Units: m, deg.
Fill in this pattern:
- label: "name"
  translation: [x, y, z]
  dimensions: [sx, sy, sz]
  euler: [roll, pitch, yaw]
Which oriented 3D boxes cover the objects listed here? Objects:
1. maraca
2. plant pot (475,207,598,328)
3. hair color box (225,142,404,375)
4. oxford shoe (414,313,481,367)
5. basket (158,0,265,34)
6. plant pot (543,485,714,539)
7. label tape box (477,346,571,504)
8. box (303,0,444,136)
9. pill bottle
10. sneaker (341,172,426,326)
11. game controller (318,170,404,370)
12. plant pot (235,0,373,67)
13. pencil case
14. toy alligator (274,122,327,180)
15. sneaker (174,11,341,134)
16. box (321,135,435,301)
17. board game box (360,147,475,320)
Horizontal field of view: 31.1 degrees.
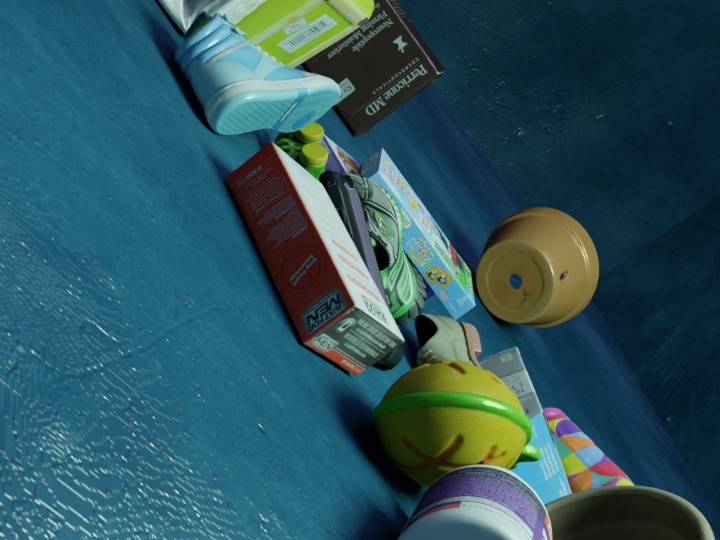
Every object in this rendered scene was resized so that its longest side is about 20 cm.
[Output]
- label: "maraca"
  translation: [0.086, 0.142, 1.125]
  dimensions: [0.200, 0.136, 0.108]
  euler: [50, 43, -58]
- label: "plant pot"
  translation: [0.276, 0.004, 2.119]
  dimensions: [0.201, 0.200, 0.140]
  euler: [56, 28, 7]
- label: "hair color box"
  translation: [-0.043, -0.011, 1.179]
  dimensions: [0.101, 0.061, 0.201]
  euler: [38, 20, -54]
- label: "oxford shoe"
  translation: [0.093, 0.117, 1.399]
  dimensions: [0.073, 0.071, 0.200]
  euler: [23, 24, -18]
- label: "basket"
  translation: [-0.183, -0.370, 1.443]
  dimensions: [0.201, 0.135, 0.123]
  euler: [55, 8, 2]
- label: "plant pot"
  translation: [0.221, 0.311, 1.094]
  dimensions: [0.200, 0.199, 0.176]
  euler: [-94, 163, -68]
- label: "label tape box"
  translation: [0.182, 0.198, 1.399]
  dimensions: [0.200, 0.066, 0.144]
  euler: [-106, 175, -62]
- label: "box"
  translation: [0.009, -0.343, 2.031]
  dimensions: [0.201, 0.165, 0.164]
  euler: [53, 11, -4]
- label: "pill bottle"
  translation: [0.086, 0.208, 0.961]
  dimensions: [0.112, 0.111, 0.200]
  euler: [55, 12, 2]
- label: "sneaker"
  translation: [0.009, -0.038, 1.414]
  dimensions: [0.085, 0.078, 0.201]
  euler: [39, 20, -49]
- label: "game controller"
  translation: [0.000, 0.000, 1.292]
  dimensions: [0.104, 0.042, 0.202]
  euler: [63, 13, -72]
- label: "plant pot"
  translation: [-0.104, -0.363, 1.596]
  dimensions: [0.182, 0.199, 0.199]
  euler: [64, 13, 13]
- label: "pencil case"
  translation: [0.253, 0.241, 1.511]
  dimensions: [0.088, 0.088, 0.200]
  euler: [47, 3, -32]
- label: "toy alligator"
  translation: [-0.065, -0.100, 1.378]
  dimensions: [0.054, 0.060, 0.201]
  euler: [4, 41, -13]
- label: "sneaker"
  translation: [-0.109, -0.212, 1.336]
  dimensions: [0.131, 0.079, 0.199]
  euler: [56, 30, 14]
- label: "box"
  translation: [0.012, -0.059, 1.577]
  dimensions: [0.201, 0.039, 0.137]
  euler: [61, 13, 26]
- label: "board game box"
  translation: [0.069, -0.048, 1.588]
  dimensions: [0.200, 0.036, 0.151]
  euler: [53, 12, -11]
